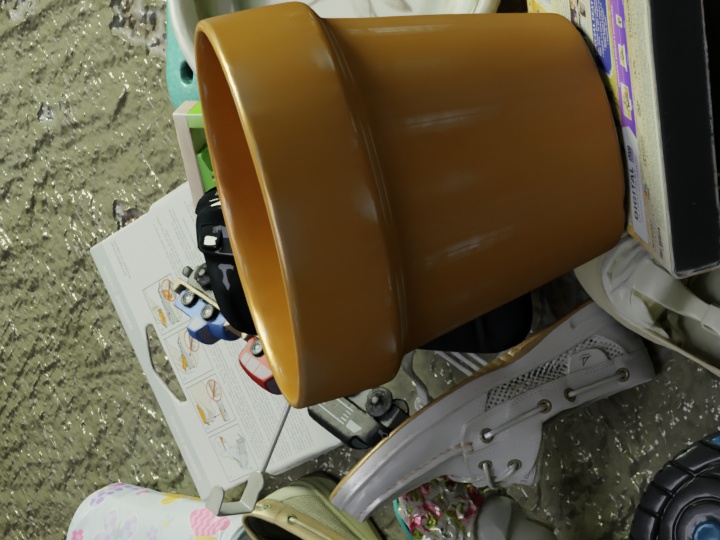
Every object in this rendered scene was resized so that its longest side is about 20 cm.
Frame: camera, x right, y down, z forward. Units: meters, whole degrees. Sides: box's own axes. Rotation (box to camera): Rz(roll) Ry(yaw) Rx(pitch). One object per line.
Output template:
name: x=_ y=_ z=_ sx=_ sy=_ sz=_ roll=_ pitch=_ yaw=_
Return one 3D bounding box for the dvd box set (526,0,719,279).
dvd box set: x=0.129 y=-0.098 z=1.132 sx=0.200 sy=0.029 sz=0.147 roll=-125 pitch=24 yaw=-66

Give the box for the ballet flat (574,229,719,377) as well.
ballet flat: x=0.182 y=0.019 z=1.179 sx=0.200 sy=0.069 sz=0.070 roll=33 pitch=128 yaw=31

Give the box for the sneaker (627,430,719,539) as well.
sneaker: x=0.186 y=0.158 z=1.241 sx=0.200 sy=0.082 sz=0.073 roll=-50 pitch=57 yaw=26

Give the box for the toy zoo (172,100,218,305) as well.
toy zoo: x=-0.005 y=-0.037 z=1.293 sx=0.199 sy=0.020 sz=0.132 roll=2 pitch=120 yaw=24

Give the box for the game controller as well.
game controller: x=0.000 y=0.000 z=1.283 sx=0.199 sy=0.042 sz=0.105 roll=4 pitch=135 yaw=23

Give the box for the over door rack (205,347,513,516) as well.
over door rack: x=0.011 y=0.101 z=1.368 sx=0.148 sy=0.067 sz=0.201 roll=35 pitch=99 yaw=37

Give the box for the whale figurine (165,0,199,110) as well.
whale figurine: x=-0.082 y=-0.162 z=1.368 sx=0.159 sy=0.103 sz=0.201 roll=-32 pitch=80 yaw=50

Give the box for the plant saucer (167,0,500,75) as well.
plant saucer: x=-0.009 y=-0.166 z=1.271 sx=0.200 sy=0.200 sz=0.050 roll=47 pitch=179 yaw=24

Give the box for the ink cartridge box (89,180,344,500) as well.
ink cartridge box: x=-0.087 y=0.041 z=1.509 sx=0.173 sy=0.043 sz=0.201 roll=-28 pitch=86 yaw=51

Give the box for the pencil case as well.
pencil case: x=-0.124 y=0.205 z=1.588 sx=0.199 sy=0.083 sz=0.091 roll=5 pitch=90 yaw=48

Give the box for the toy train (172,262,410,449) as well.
toy train: x=-0.048 y=0.053 z=1.356 sx=0.200 sy=0.034 sz=0.046 roll=34 pitch=88 yaw=37

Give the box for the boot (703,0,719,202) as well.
boot: x=0.205 y=-0.088 z=1.096 sx=0.203 sy=0.073 sz=0.155 roll=4 pitch=109 yaw=58

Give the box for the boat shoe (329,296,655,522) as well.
boat shoe: x=0.077 y=0.089 z=1.239 sx=0.069 sy=0.200 sz=0.071 roll=56 pitch=170 yaw=5

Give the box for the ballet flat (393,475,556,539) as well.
ballet flat: x=0.099 y=0.175 z=1.301 sx=0.064 sy=0.076 sz=0.200 roll=-15 pitch=129 yaw=40

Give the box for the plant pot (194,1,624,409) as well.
plant pot: x=0.028 y=-0.050 z=1.138 sx=0.200 sy=0.182 sz=0.201 roll=165 pitch=90 yaw=-81

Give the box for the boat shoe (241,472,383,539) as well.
boat shoe: x=0.005 y=0.215 z=1.466 sx=0.201 sy=0.063 sz=0.073 roll=46 pitch=135 yaw=25
